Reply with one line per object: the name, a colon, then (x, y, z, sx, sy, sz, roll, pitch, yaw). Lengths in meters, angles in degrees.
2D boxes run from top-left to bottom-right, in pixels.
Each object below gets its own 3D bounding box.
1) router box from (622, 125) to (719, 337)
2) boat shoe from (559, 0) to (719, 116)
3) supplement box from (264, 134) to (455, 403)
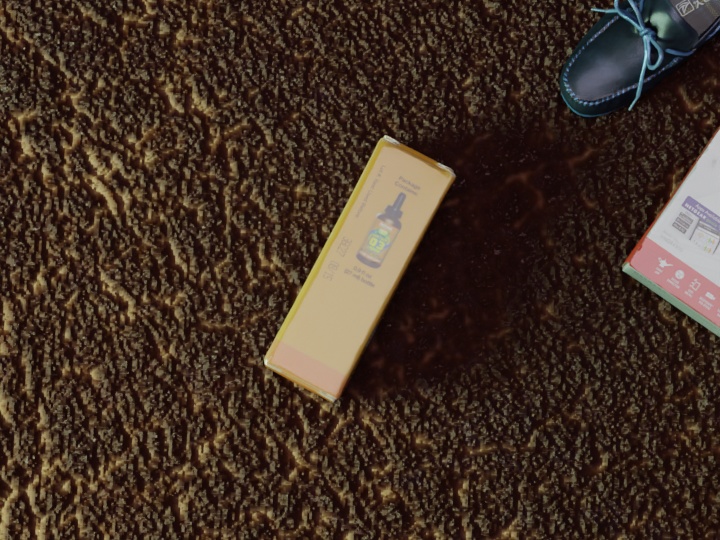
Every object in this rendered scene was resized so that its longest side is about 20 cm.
router box: (0.333, -0.020, 1.564, 0.200, 0.049, 0.180, 34, 87, 5)
boat shoe: (0.235, -0.199, 1.574, 0.200, 0.069, 0.084, -42, 85, -2)
supplement box: (0.000, 0.000, 1.566, 0.066, 0.069, 0.200, 28, 88, 3)
